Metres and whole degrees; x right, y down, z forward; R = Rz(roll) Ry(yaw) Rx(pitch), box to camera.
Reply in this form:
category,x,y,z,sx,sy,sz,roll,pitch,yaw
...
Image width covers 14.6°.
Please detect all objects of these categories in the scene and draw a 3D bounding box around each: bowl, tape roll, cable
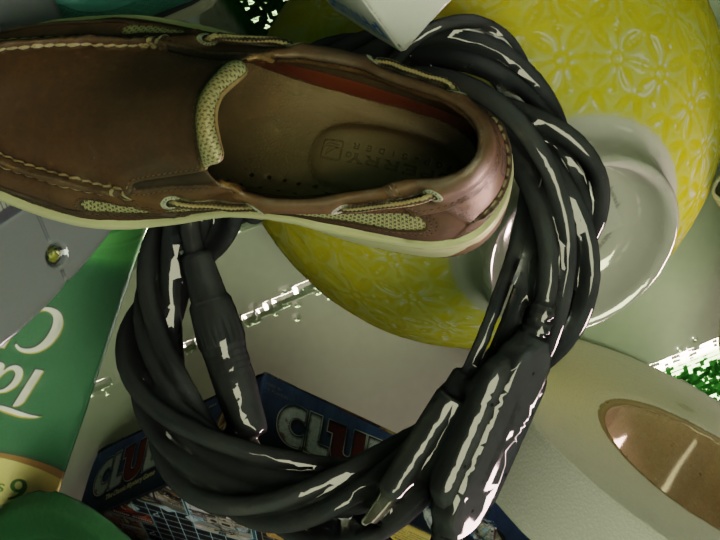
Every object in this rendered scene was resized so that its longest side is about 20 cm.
category,x,y,z,sx,sy,sz,roll,pitch,yaw
bowl,0.064,-0.039,1.067,0.199,0.108,0.201,-13,130,-16
tape roll,0.132,0.096,1.119,0.202,0.203,0.037,23,108,-25
cable,0.000,0.000,1.003,0.051,0.163,0.201,3,110,-66

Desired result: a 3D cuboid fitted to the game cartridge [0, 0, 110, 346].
category,x,y,z,sx,sy,sz,roll,pitch,yaw
game cartridge,-0.174,-0.018,0.966,0.200,0.041,0.134,-36,114,-31

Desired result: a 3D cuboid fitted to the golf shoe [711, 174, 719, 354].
category,x,y,z,sx,sy,sz,roll,pitch,yaw
golf shoe,0.170,-0.025,1.123,0.097,0.078,0.201,-5,134,-29

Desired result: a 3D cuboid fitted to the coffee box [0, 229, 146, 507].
category,x,y,z,sx,sy,sz,roll,pitch,yaw
coffee box,-0.147,-0.010,1.073,0.122,0.044,0.201,14,108,-22

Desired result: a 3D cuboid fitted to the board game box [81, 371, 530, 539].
category,x,y,z,sx,sy,sz,roll,pitch,yaw
board game box,0.004,0.110,1.130,0.199,0.135,0.035,27,60,-26

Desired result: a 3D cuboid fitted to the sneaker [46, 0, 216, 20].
category,x,y,z,sx,sy,sz,roll,pitch,yaw
sneaker,-0.036,-0.150,1.019,0.199,0.080,0.078,-28,94,-8

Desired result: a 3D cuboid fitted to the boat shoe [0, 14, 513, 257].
category,x,y,z,sx,sy,sz,roll,pitch,yaw
boat shoe,-0.049,-0.052,0.928,0.201,0.075,0.075,5,79,3

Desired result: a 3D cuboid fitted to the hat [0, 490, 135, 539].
category,x,y,z,sx,sy,sz,roll,pitch,yaw
hat,-0.045,0.144,1.146,0.175,0.166,0.200,-24,161,-36

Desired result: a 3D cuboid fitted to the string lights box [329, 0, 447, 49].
category,x,y,z,sx,sy,sz,roll,pitch,yaw
string lights box,-0.015,-0.182,0.920,0.103,0.059,0.200,-43,122,-6
